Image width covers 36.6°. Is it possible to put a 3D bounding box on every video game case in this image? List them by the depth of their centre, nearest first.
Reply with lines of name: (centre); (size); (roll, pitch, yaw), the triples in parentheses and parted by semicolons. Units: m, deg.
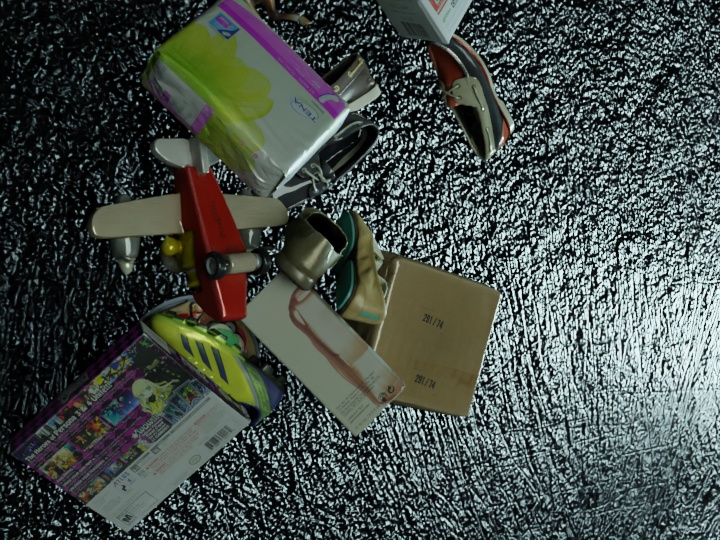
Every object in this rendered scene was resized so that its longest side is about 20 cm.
video game case: (-0.254, 0.179, 1.219); (0.200, 0.036, 0.181); (-42, 123, 4)

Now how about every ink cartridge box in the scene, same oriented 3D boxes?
ink cartridge box: (0.090, -0.423, 1.372); (0.200, 0.084, 0.176); (-60, 141, -13)

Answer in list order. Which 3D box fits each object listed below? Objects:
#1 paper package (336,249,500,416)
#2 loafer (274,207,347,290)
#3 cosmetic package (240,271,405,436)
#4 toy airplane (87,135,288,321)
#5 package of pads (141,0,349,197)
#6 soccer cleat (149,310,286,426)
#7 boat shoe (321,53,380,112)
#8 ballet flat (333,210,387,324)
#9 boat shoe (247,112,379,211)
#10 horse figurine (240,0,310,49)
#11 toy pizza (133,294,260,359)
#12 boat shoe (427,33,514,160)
paper package: (0.066, 0.084, 1.450); (0.199, 0.103, 0.191); (16, 89, -38)
loafer: (-0.049, -0.034, 1.296); (0.067, 0.200, 0.076); (-41, 103, 15)
cosmetic package: (-0.046, 0.093, 1.303); (0.200, 0.103, 0.087); (45, 90, -2)
toy airplane: (-0.190, -0.053, 1.229); (0.200, 0.141, 0.200); (35, 46, -15)
package of pads: (-0.127, -0.195, 1.214); (0.200, 0.068, 0.155); (43, 51, -5)
soccer cleat: (-0.171, 0.116, 1.262); (0.200, 0.065, 0.084); (38, 82, -35)
boat shoe: (-0.059, -0.201, 1.331); (0.200, 0.072, 0.060); (-36, 111, -31)
ballet flat: (0.000, 0.000, 1.346); (0.063, 0.200, 0.069); (24, 123, -18)
boat shoe: (-0.057, -0.130, 1.346); (0.200, 0.063, 0.073); (-41, 122, -24)
horse figurine: (-0.104, -0.336, 1.236); (0.050, 0.132, 0.200); (-45, 168, -48)
toy pizza: (-0.201, 0.129, 1.300); (0.200, 0.032, 0.201); (-7, 101, -36)
boat shoe: (0.142, -0.238, 1.479); (0.063, 0.071, 0.200); (-49, 127, -17)
